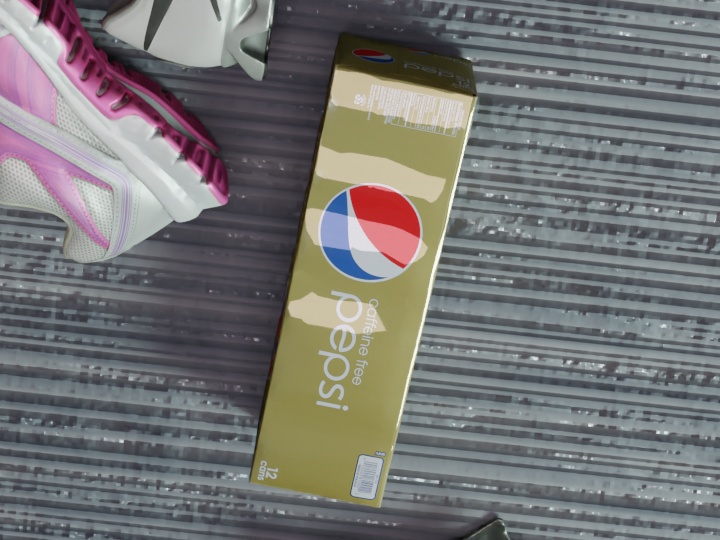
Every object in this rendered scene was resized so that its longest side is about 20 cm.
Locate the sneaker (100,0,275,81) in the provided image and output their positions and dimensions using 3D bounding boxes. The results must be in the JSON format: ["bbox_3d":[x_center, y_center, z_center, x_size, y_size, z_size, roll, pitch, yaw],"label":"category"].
[{"bbox_3d":[-0.069,-0.181,0.767,0.088,0.074,0.201,8,109,-4],"label":"sneaker"}]

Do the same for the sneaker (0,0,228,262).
[{"bbox_3d":[-0.152,-0.077,0.801,0.088,0.081,0.200,-41,104,12],"label":"sneaker"}]

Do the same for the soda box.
[{"bbox_3d":[0.000,0.000,0.834,0.064,0.068,0.201,12,110,-3],"label":"soda box"}]

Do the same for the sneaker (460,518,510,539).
[{"bbox_3d":[-0.019,0.187,0.909,0.199,0.060,0.105,-6,111,-3],"label":"sneaker"}]
